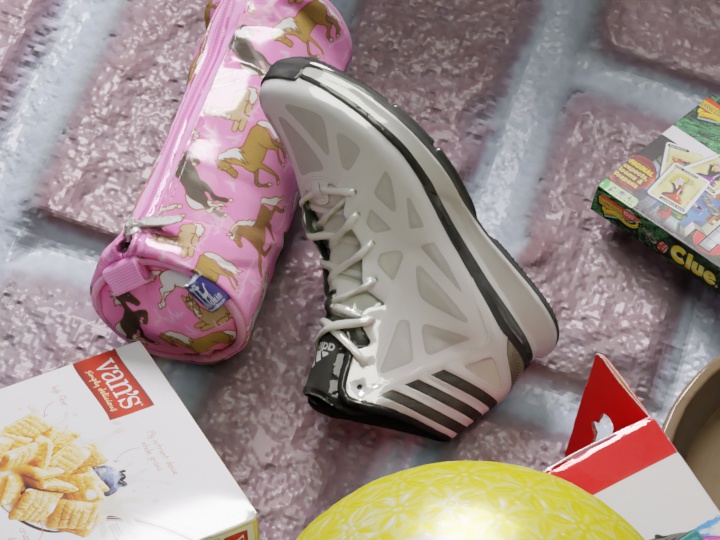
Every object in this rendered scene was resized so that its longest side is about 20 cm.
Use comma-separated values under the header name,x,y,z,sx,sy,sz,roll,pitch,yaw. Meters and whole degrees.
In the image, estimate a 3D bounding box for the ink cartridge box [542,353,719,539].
name,x,y,z,sx,sy,sz,roll,pitch,yaw
ink cartridge box,0.130,0.151,1.144,0.067,0.116,0.200,-25,64,-18

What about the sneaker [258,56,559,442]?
name,x,y,z,sx,sy,sz,roll,pitch,yaw
sneaker,0.000,0.000,1.210,0.201,0.076,0.115,50,66,-14

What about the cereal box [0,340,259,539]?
name,x,y,z,sx,sy,sz,roll,pitch,yaw
cereal box,-0.162,0.115,1.147,0.199,0.040,0.144,-21,41,-18

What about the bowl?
name,x,y,z,sx,sy,sz,roll,pitch,yaw
bowl,0.034,0.163,1.035,0.199,0.108,0.201,-5,68,12

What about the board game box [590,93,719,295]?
name,x,y,z,sx,sy,sz,roll,pitch,yaw
board game box,0.227,-0.010,1.289,0.200,0.024,0.105,35,50,23

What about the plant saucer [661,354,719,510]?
name,x,y,z,sx,sy,sz,roll,pitch,yaw
plant saucer,0.238,0.119,1.230,0.199,0.030,0.201,3,58,-5

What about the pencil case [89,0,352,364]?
name,x,y,z,sx,sy,sz,roll,pitch,yaw
pencil case,-0.066,-0.053,1.260,0.083,0.087,0.200,20,57,0
